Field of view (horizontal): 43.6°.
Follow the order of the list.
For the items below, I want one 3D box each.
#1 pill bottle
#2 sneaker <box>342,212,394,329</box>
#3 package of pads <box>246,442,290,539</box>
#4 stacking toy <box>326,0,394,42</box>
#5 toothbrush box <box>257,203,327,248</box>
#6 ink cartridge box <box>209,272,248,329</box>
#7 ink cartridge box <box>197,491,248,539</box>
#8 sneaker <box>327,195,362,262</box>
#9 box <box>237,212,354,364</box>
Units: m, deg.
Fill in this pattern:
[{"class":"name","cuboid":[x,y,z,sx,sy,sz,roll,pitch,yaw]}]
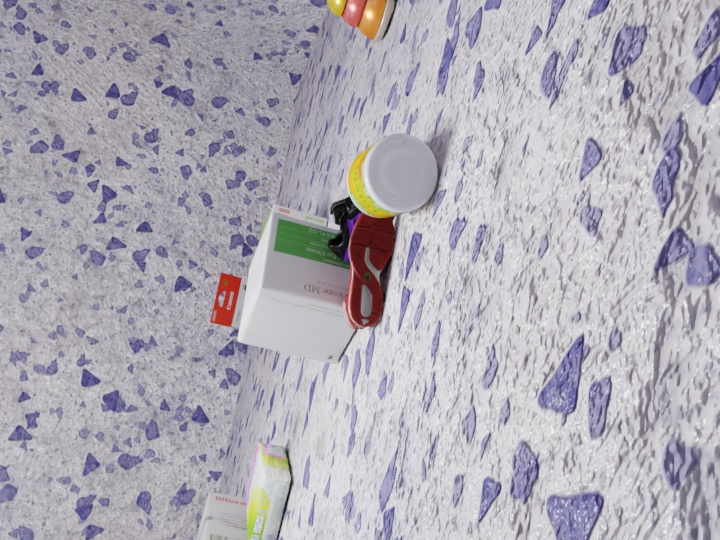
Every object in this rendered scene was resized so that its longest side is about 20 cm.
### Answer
[{"class":"pill bottle","cuboid":[0.040,-0.138,1.367,0.200,0.109,0.113,179,105,-78]},{"class":"sneaker","cuboid":[0.000,0.000,1.493,0.115,0.077,0.204,141,142,-70]},{"class":"package of pads","cuboid":[-0.200,0.475,1.947,0.200,0.067,0.158,-129,52,-75]},{"class":"stacking toy","cuboid":[-0.026,-0.611,2.029,0.146,0.196,0.149,-166,90,-78]},{"class":"toothbrush box","cuboid":[-0.177,-0.084,2.296,0.200,0.143,0.088,138,146,-72]},{"class":"ink cartridge box","cuboid":[-0.461,0.118,3.393,0.044,0.170,0.204,143,140,-72]},{"class":"ink cartridge box","cuboid":[-0.293,0.629,2.018,0.201,0.144,0.147,-95,21,-59]},{"class":"sneaker","cuboid":[0.001,-0.105,1.533,0.070,0.098,0.203,-103,34,-66]},{"class":"box","cuboid":[-0.103,0.036,1.645,0.201,0.195,0.174,120,160,-53]}]
